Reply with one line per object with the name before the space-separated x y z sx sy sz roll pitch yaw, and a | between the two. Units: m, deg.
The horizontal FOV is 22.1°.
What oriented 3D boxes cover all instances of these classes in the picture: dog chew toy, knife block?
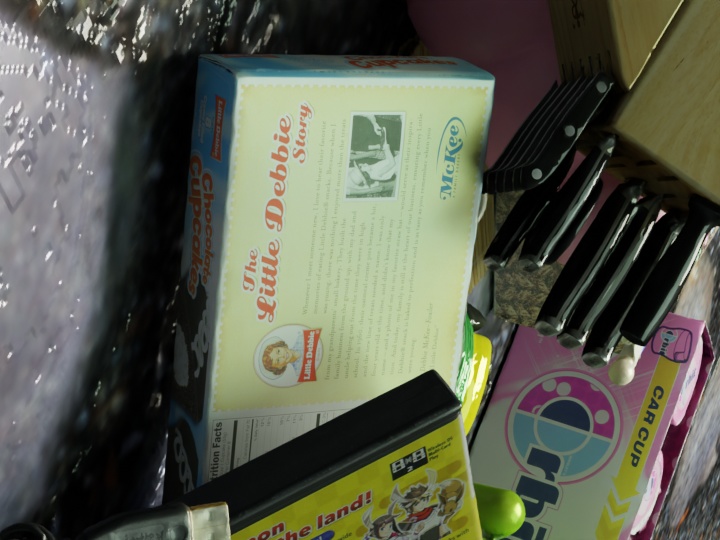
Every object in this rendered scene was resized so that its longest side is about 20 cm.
dog chew toy | 0.096 -0.092 0.842 0.124 0.124 0.202 -14 84 -64
knife block | 0.143 -0.058 0.766 0.064 0.198 0.178 -175 -107 -74

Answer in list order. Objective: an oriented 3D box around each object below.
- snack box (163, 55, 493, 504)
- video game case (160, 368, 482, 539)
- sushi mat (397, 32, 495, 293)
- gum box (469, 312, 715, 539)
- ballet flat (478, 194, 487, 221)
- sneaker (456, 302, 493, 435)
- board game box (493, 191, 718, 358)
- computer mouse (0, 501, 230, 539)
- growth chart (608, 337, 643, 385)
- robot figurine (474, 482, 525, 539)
snack box | -0.015 0.016 0.741 0.115 0.037 0.202 -3 108 -29
video game case | -0.039 0.149 0.738 0.198 0.026 0.182 -26 135 -14
sushi mat | 0.047 -0.057 0.965 0.096 0.012 0.202 -51 148 -40
gum box | 0.134 0.117 1.151 0.202 0.112 0.066 -67 156 -16
ballet flat | 0.000 0.000 0.827 0.200 0.069 0.070 -47 146 -47
sneaker | 0.006 0.099 0.909 0.085 0.077 0.202 33 63 -58
board game box | 0.164 -0.077 1.114 0.200 0.096 0.161 -49 147 -45
computer mouse | -0.053 0.126 0.662 0.046 0.198 0.141 -112 -150 -47
growth chart | 0.170 -0.038 0.949 0.145 0.018 0.201 -55 164 -46
robot figurine | 0.054 0.208 1.022 0.200 0.115 0.177 39 68 -65
